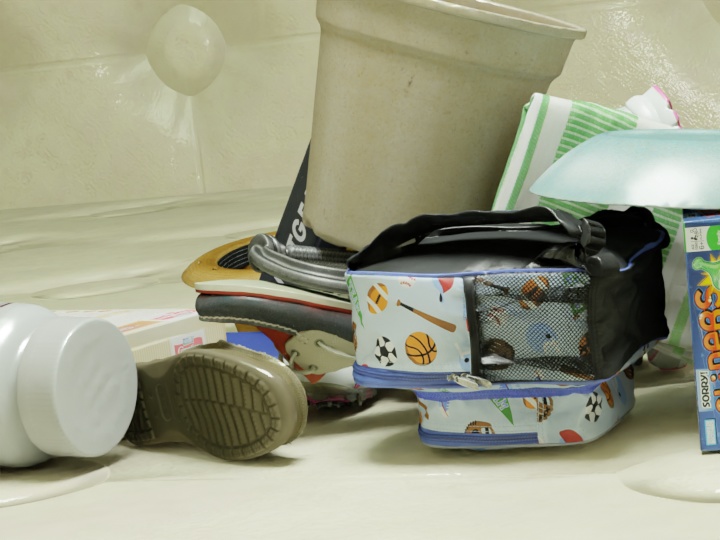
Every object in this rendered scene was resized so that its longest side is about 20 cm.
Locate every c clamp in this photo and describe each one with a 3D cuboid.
[{"bbox_3d":[0.000,0.000,1.545,0.199,0.027,0.171,4,14,-41],"label":"c clamp"}]

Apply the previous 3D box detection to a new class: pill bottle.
[{"bbox_3d":[-0.255,0.076,1.486,0.199,0.110,0.109,0,9,31],"label":"pill bottle"}]

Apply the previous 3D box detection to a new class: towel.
[{"bbox_3d":[0.186,-0.025,1.493,0.199,0.153,0.023,17,10,-6],"label":"towel"}]

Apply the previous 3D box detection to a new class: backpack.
[{"bbox_3d":[0.087,0.030,1.380,0.189,0.155,0.200,5,5,19],"label":"backpack"}]

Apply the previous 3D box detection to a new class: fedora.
[{"bbox_3d":[-0.061,0.018,1.944,0.199,0.082,0.201,-7,13,2],"label":"fedora"}]

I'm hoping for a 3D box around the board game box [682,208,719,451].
[{"bbox_3d":[0.220,0.025,1.365,0.034,0.136,0.200,-5,6,9],"label":"board game box"}]

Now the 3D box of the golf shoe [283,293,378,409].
[{"bbox_3d":[-0.012,0.047,1.599,0.072,0.093,0.200,-3,9,24],"label":"golf shoe"}]

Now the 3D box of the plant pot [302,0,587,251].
[{"bbox_3d":[0.041,-0.104,1.563,0.199,0.185,0.200,14,10,-2],"label":"plant pot"}]

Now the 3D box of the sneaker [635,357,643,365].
[{"bbox_3d":[0.113,0.031,1.586,0.199,0.099,0.071,-10,9,-17],"label":"sneaker"}]

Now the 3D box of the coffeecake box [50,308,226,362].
[{"bbox_3d":[-0.219,0.075,1.628,0.199,0.074,0.153,-2,8,37],"label":"coffeecake box"}]

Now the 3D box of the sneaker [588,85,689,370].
[{"bbox_3d":[0.188,-0.025,1.547,0.088,0.201,0.081,-11,12,1],"label":"sneaker"}]

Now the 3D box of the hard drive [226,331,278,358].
[{"bbox_3d":[-0.075,0.070,1.748,0.199,0.026,0.132,-2,8,37],"label":"hard drive"}]

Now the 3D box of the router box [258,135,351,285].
[{"bbox_3d":[0.009,-0.051,1.769,0.149,0.201,0.051,-17,53,-37],"label":"router box"}]

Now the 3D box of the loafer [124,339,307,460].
[{"bbox_3d":[-0.093,0.079,1.459,0.067,0.077,0.199,-19,13,-36],"label":"loafer"}]

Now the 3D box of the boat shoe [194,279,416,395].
[{"bbox_3d":[-0.018,0.046,1.476,0.199,0.063,0.071,11,4,-19],"label":"boat shoe"}]

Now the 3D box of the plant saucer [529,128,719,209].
[{"bbox_3d":[0.205,-0.066,1.376,0.200,0.039,0.201,0,7,0],"label":"plant saucer"}]
